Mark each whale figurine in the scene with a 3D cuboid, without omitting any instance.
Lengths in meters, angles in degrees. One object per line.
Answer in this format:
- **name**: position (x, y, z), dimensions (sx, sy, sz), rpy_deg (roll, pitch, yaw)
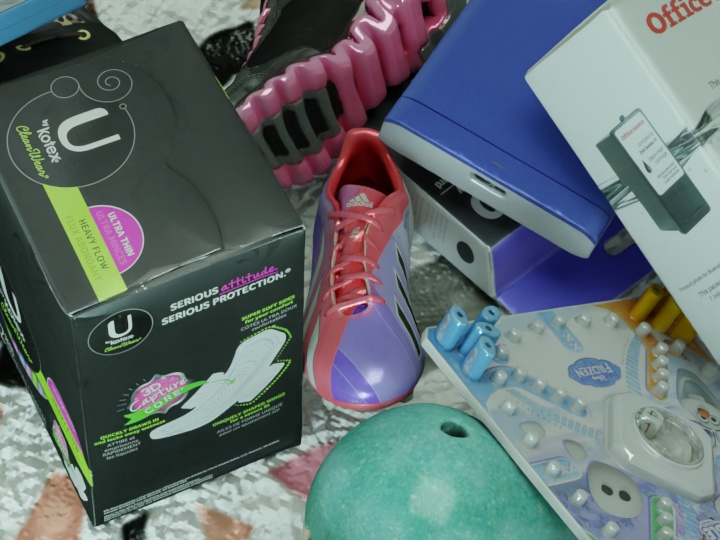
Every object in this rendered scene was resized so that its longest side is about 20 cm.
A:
- **whale figurine**: position (0.073, 0.121, 1.221), dimensions (0.200, 0.104, 0.159), rpy_deg (2, 30, -13)

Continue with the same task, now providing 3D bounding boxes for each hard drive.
- **hard drive**: position (0.114, -0.111, 1.377), dimensions (0.132, 0.025, 0.200), rpy_deg (30, 54, 6)

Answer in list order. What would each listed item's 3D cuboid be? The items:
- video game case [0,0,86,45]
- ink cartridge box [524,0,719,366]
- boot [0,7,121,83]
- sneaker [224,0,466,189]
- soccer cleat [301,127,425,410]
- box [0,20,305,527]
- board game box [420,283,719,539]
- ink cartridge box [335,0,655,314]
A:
- **video game case**: position (-0.268, -0.124, 1.346), dimensions (0.200, 0.018, 0.143), rpy_deg (-1, 23, 38)
- **ink cartridge box**: position (0.203, -0.066, 1.314), dimensions (0.147, 0.083, 0.200), rpy_deg (-30, 85, -42)
- **boot**: position (-0.182, -0.070, 1.362), dimensions (0.150, 0.073, 0.200), rpy_deg (29, 51, 28)
- **sneaker**: position (-0.032, -0.120, 1.374), dimensions (0.095, 0.079, 0.200), rpy_deg (27, 54, 32)
- **soccer cleat**: position (0.000, 0.000, 1.290), dimensions (0.067, 0.077, 0.200), rpy_deg (-3, 30, 4)
- **box**: position (-0.113, 0.004, 1.243), dimensions (0.124, 0.200, 0.149), rpy_deg (-21, 59, -17)
- **board game box**: position (0.156, 0.084, 1.246), dimensions (0.200, 0.026, 0.200), rpy_deg (-6, 48, -46)
- **ink cartridge box**: position (0.110, -0.078, 1.409), dimensions (0.198, 0.043, 0.200), rpy_deg (-36, 65, -25)
